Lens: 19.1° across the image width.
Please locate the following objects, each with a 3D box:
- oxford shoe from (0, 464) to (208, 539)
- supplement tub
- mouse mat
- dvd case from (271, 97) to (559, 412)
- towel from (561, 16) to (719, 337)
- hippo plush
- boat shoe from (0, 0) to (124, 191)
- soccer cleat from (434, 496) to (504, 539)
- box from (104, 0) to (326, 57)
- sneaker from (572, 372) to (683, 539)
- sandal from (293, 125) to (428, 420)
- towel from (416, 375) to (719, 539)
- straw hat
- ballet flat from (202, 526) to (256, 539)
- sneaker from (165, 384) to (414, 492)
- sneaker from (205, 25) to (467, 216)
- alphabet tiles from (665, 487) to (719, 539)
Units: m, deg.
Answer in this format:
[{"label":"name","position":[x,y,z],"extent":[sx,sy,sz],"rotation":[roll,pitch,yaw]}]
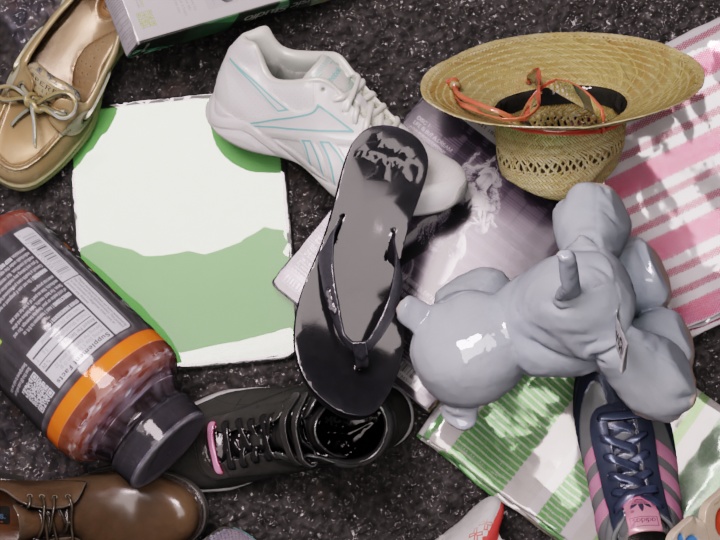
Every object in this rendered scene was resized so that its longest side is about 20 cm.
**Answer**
[{"label":"oxford shoe","position":[-0.206,0.177,1.486],"extent":[0.199,0.084,0.073],"rotation":[-4,93,6]},{"label":"supplement tub","position":[-0.201,0.058,1.483],"extent":[0.200,0.107,0.107],"rotation":[43,87,13]},{"label":"mouse mat","position":[-0.129,-0.028,1.551],"extent":[0.160,0.008,0.201],"rotation":[-5,84,1]},{"label":"dvd case","position":[0.055,-0.022,1.531],"extent":[0.149,0.016,0.200],"rotation":[38,85,12]},{"label":"towel","position":[0.245,-0.068,1.535],"extent":[0.146,0.030,0.201],"rotation":[-27,84,-2]},{"label":"hippo plush","position":[0.122,0.053,1.426],"extent":[0.160,0.200,0.160],"rotation":[-27,102,21]},{"label":"boat shoe","position":[-0.210,-0.151,1.532],"extent":[0.073,0.063,0.201],"rotation":[28,83,6]},{"label":"soccer cleat","position":[0.025,0.231,1.494],"extent":[0.085,0.069,0.200],"rotation":[36,91,0]},{"label":"box","position":[-0.100,-0.246,1.519],"extent":[0.199,0.036,0.145],"rotation":[-19,84,-24]},{"label":"sneaker","position":[0.191,0.151,1.467],"extent":[0.070,0.082,0.201],"rotation":[-12,84,1]},{"label":"sandal","position":[-0.001,-0.001,1.440],"extent":[0.076,0.043,0.201],"rotation":[8,85,-7]},{"label":"towel","position":[0.161,0.119,1.522],"extent":[0.200,0.023,0.153],"rotation":[36,86,4]},{"label":"straw hat","position":[0.138,-0.095,1.483],"extent":[0.200,0.201,0.086],"rotation":[-2,114,1]},{"label":"ballet flat","position":[-0.147,0.255,1.503],"extent":[0.200,0.072,0.072],"rotation":[-43,85,-3]},{"label":"sneaker","position":[-0.062,0.113,1.490],"extent":[0.199,0.099,0.071],"rotation":[-10,86,2]},{"label":"sneaker","position":[-0.014,-0.102,1.496],"extent":[0.199,0.070,0.081],"rotation":[25,127,9]},{"label":"alphabet tiles","position":[0.236,0.257,1.442],"extent":[0.200,0.015,0.197],"rotation":[-33,114,-38]}]
